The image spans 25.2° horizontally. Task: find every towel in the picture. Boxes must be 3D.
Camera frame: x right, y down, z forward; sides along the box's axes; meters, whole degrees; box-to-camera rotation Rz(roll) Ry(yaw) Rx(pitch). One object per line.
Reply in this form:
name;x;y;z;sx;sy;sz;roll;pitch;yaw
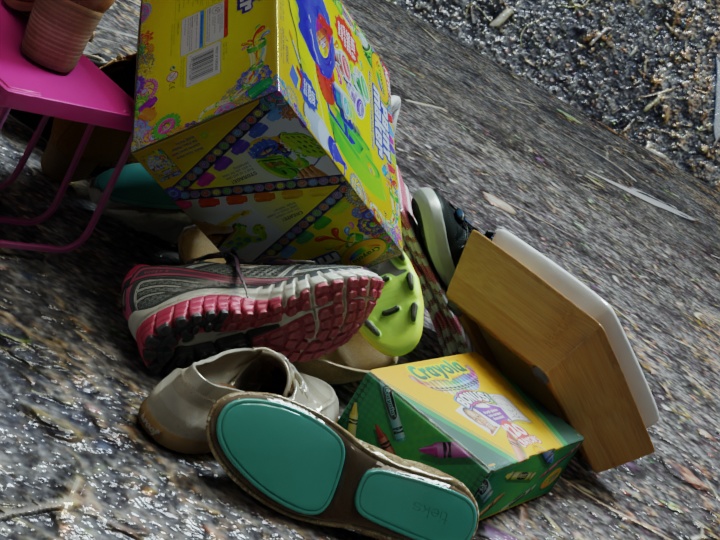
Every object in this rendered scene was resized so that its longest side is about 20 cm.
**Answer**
towel;0.060;0.009;1.435;0.146;0.030;0.201;-90;154;-71

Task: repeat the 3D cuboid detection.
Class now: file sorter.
file sorter;-0.279;-0.116;1.179;0.200;0.126;0.139;41;20;34

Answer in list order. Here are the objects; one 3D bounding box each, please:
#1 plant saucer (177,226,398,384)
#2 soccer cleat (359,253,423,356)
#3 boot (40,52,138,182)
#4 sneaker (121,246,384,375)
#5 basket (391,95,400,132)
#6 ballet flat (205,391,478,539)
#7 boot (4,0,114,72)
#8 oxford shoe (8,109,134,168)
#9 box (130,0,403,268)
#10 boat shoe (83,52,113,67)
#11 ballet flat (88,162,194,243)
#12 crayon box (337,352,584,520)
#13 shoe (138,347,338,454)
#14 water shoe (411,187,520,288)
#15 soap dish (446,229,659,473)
plant saucer;-0.064;0.034;1.277;0.199;0.036;0.200;29;16;-9
soccer cleat;0.001;-0.001;1.325;0.201;0.064;0.084;57;-11;36
boot;-0.161;-0.136;1.318;0.200;0.144;0.071;-23;80;-37
sneaker;-0.072;0.017;1.145;0.199;0.081;0.075;-4;45;-32
basket;-0.047;-0.102;1.496;0.122;0.137;0.200;14;14;7
ballet flat;-0.018;0.135;1.046;0.199;0.071;0.065;29;-11;-17
boot;-0.204;-0.246;1.188;0.076;0.156;0.200;24;18;-15
oxford shoe;-0.221;-0.107;1.400;0.199;0.071;0.075;30;44;-10
box;-0.067;-0.121;1.206;0.193;0.121;0.201;51;26;-44
boat shoe;-0.205;-0.148;1.496;0.200;0.074;0.060;38;18;31
ballet flat;-0.136;-0.054;1.341;0.199;0.072;0.072;-11;40;-36
crayon box;0.079;0.125;1.223;0.119;0.058;0.200;38;18;21
shoe;-0.068;0.086;1.087;0.070;0.054;0.200;39;18;25
water shoe;0.106;-0.015;1.409;0.200;0.078;0.072;58;11;-48
soap dish;0.160;0.072;1.348;0.157;0.081;0.200;39;-13;40
